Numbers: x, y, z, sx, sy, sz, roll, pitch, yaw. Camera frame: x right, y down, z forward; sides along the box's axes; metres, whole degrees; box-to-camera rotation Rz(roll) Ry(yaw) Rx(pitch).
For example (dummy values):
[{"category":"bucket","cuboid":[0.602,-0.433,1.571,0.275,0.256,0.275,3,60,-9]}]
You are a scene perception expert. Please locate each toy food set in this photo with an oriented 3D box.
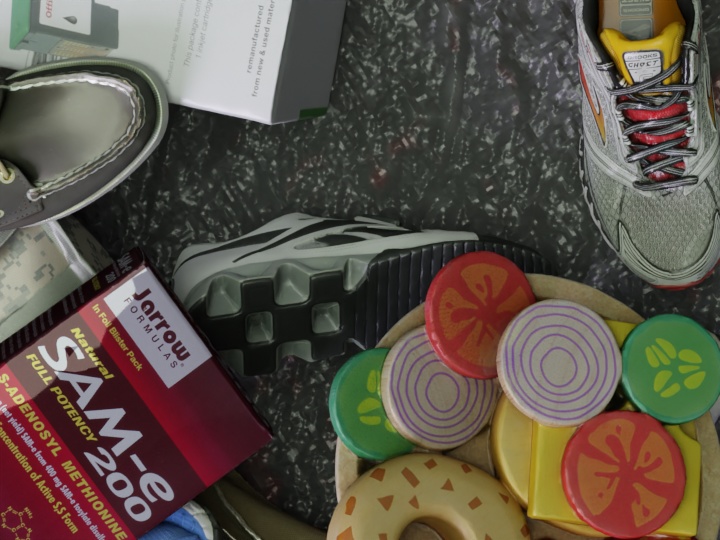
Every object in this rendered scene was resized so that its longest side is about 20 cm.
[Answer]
[{"category":"toy food set","cuboid":[0.080,0.092,1.188,0.199,0.049,0.199,7,77,-12]}]

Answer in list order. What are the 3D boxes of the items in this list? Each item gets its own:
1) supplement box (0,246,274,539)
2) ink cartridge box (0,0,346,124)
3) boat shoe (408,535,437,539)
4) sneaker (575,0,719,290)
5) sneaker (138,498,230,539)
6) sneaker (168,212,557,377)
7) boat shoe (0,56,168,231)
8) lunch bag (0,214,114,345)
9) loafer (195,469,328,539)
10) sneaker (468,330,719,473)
[{"category":"supplement box","cuboid":[-0.153,0.091,1.186,0.200,0.061,0.109,-37,101,-3]},{"category":"ink cartridge box","cuboid":[-0.118,-0.134,1.250,0.199,0.146,0.085,12,97,9]},{"category":"boat shoe","cuboid":[0.090,0.168,1.252,0.200,0.072,0.065,32,54,-14]},{"category":"sneaker","cuboid":[0.138,-0.089,1.242,0.078,0.082,0.201,-10,92,10]},{"category":"sneaker","cuboid":[-0.121,0.169,1.246,0.200,0.089,0.079,-17,108,52]},{"category":"sneaker","cuboid":[0.000,0.000,1.278,0.199,0.089,0.074,-2,120,-14]},{"category":"boat shoe","cuboid":[-0.187,-0.048,1.169,0.201,0.060,0.072,-18,90,10]},{"category":"lunch bag","cuboid":[-0.204,0.027,1.258,0.164,0.118,0.200,-40,98,-1]},{"category":"loafer","cuboid":[-0.017,0.158,1.290,0.200,0.076,0.067,44,98,-6]},{"category":"sneaker","cuboid":[0.092,0.085,1.250,0.199,0.093,0.071,-23,79,11]}]
